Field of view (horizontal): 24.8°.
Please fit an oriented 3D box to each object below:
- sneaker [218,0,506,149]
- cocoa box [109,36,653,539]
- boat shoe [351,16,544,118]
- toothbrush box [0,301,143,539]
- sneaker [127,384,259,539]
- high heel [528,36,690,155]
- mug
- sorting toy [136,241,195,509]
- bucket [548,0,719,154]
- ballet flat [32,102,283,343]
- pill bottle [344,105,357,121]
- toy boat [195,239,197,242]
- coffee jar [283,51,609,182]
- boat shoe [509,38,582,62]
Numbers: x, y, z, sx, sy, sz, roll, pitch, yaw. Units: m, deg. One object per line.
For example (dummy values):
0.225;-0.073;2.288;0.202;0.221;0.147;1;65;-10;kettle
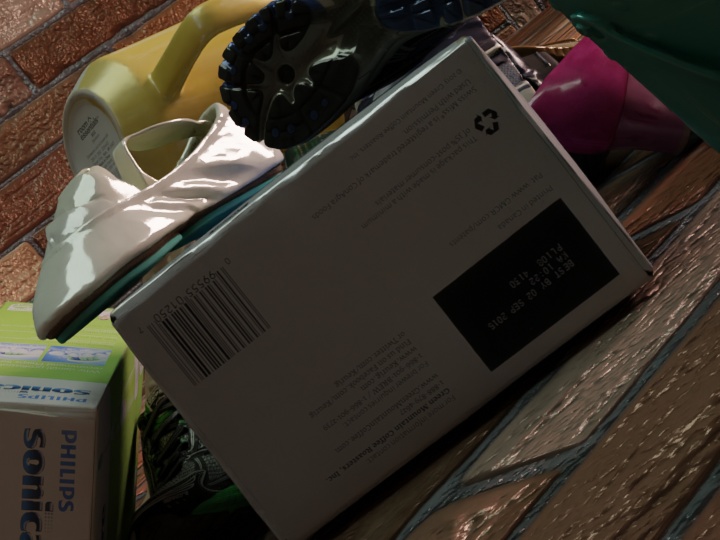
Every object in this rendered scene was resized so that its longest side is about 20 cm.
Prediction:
0.023;-0.134;0.741;0.200;0.077;0.085;-32;1;28;sneaker
0.011;0.003;0.749;0.200;0.134;0.131;-38;5;8;cocoa box
0.014;-0.076;0.968;0.200;0.093;0.075;-31;-21;-8;boat shoe
-0.165;0.109;0.845;0.086;0.146;0.200;4;12;-3;toothbrush box
-0.095;0.106;0.884;0.078;0.085;0.200;-38;6;10;sneaker
0.129;-0.145;0.949;0.200;0.096;0.068;-96;17;-47;high heel
-0.114;-0.115;1.097;0.153;0.187;0.149;-21;36;-35;mug
-0.119;0.067;1.078;0.036;0.201;0.185;4;-8;-15;sorting toy
0.169;-0.139;0.606;0.207;0.135;0.207;-38;26;22;bucket
-0.109;-0.030;0.804;0.069;0.070;0.200;-35;4;38;ballet flat
-0.011;-0.096;1.202;0.116;0.116;0.200;-44;-21;-45;pill bottle
-0.064;0.020;1.123;0.130;0.131;0.200;-38;6;6;toy boat
0.055;-0.069;1.047;0.199;0.086;0.104;-21;19;2;coffee jar
0.138;-0.127;1.138;0.199;0.072;0.072;-20;-1;-4;boat shoe
